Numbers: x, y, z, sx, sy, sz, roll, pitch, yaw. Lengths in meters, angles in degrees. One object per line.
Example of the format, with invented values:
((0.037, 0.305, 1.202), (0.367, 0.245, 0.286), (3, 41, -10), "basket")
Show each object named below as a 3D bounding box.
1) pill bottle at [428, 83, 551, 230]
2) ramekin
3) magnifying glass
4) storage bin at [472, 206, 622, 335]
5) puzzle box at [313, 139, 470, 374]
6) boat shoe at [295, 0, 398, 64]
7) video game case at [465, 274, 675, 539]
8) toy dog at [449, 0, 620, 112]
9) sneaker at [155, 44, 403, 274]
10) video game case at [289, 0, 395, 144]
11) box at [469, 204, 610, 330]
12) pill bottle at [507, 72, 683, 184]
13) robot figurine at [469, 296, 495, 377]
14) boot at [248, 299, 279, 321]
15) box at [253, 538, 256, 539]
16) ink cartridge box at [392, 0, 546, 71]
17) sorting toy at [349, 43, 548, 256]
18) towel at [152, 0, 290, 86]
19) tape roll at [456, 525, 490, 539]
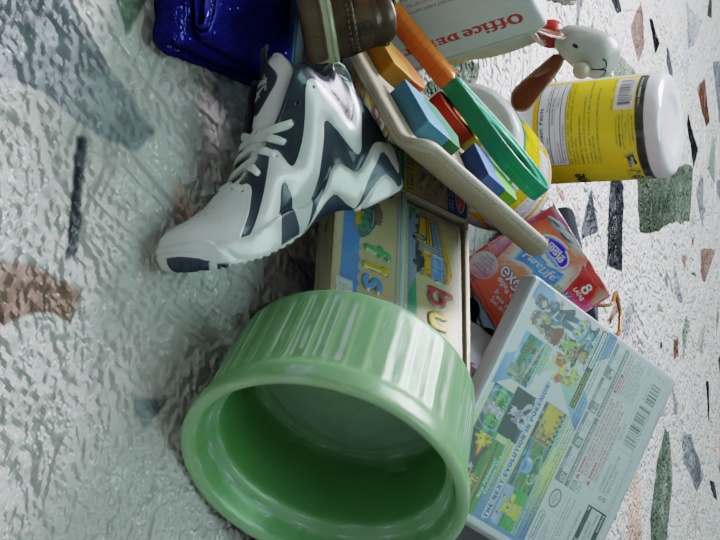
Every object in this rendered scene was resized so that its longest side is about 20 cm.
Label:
((0.124, -0.101, 1.113), (0.200, 0.112, 0.113), (24, 69, -67), "pill bottle")
((-0.015, 0.108, 0.788), (0.098, 0.199, 0.201), (-70, 146, -46), "ramekin")
((0.088, -0.141, 0.946), (0.200, 0.022, 0.080), (49, 16, -3), "magnifying glass")
((0.220, 0.029, 1.284), (0.135, 0.145, 0.201), (-72, 147, -48), "storage bin")
((0.028, -0.013, 0.888), (0.133, 0.025, 0.201), (23, 50, -27), "puzzle box")
((-0.006, -0.198, 0.819), (0.203, 0.074, 0.075), (-97, 176, -58), "boat shoe")
((0.158, 0.135, 0.937), (0.182, 0.022, 0.201), (34, 76, -25), "video game case")
((0.130, -0.213, 1.062), (0.096, 0.199, 0.132), (-52, 129, -30), "toy dog")
((-0.069, -0.084, 0.786), (0.198, 0.079, 0.130), (-25, 101, -25), "sneaker")
((-0.012, -0.152, 0.975), (0.200, 0.018, 0.144), (21, 70, -59), "video game case")
((0.156, 0.008, 1.059), (0.095, 0.102, 0.200), (58, 3, 3), "box")
((0.244, -0.153, 1.251), (0.112, 0.199, 0.113), (2, 88, -60), "pill bottle")
((0.054, 0.114, 0.985), (0.200, 0.150, 0.125), (-65, -177, -39), "robot figurine")
((0.000, 0.000, 0.923), (0.175, 0.066, 0.201), (25, 50, -23), "boot")
((-0.053, 0.269, 0.867), (0.200, 0.039, 0.137), (-60, 139, -43), "box")
((0.053, -0.274, 0.944), (0.200, 0.145, 0.083), (47, 39, -46), "ink cartridge box")
((0.061, -0.113, 0.899), (0.185, 0.036, 0.200), (34, 18, -43), "sorting toy")
((-0.088, -0.240, 0.806), (0.147, 0.049, 0.201), (7, 83, -60), "towel")
((0.136, 0.198, 1.052), (0.200, 0.066, 0.201), (21, 90, -82), "tape roll")
